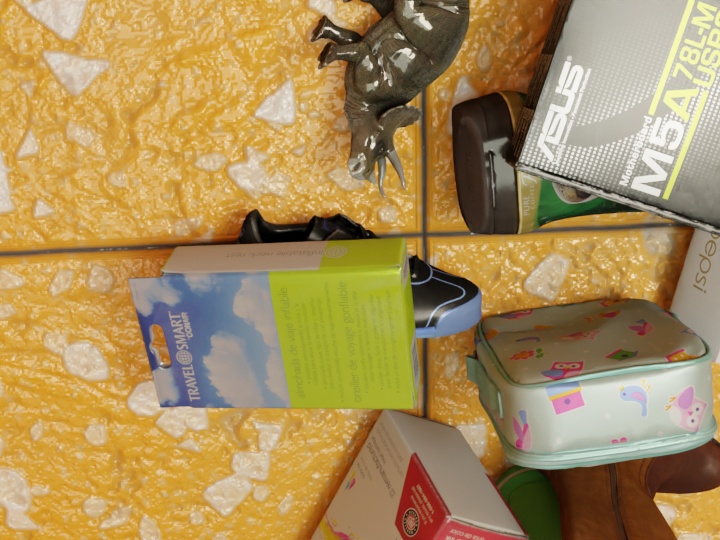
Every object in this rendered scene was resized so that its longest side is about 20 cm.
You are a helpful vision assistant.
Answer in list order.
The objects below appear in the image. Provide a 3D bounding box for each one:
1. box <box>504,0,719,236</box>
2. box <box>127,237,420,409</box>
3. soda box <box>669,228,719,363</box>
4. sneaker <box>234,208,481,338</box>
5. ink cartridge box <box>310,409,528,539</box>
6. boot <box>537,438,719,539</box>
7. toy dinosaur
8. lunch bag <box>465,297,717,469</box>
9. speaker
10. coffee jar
[{"bbox_3d":[0.218,-0.136,0.702,0.191,0.048,0.202,17,102,-9],"label":"box"},{"bbox_3d":[-0.060,0.042,0.777,0.197,0.048,0.123,-1,120,11],"label":"box"},{"bbox_3d":[0.304,-0.032,0.810,0.067,0.064,0.202,1,111,-28],"label":"soda box"},{"bbox_3d":[0.000,0.000,0.810,0.197,0.070,0.079,5,117,-4],"label":"sneaker"},{"bbox_3d":[0.029,0.239,0.851,0.082,0.146,0.201,19,109,-28],"label":"ink cartridge box"},{"bbox_3d":[0.230,0.179,0.820,0.186,0.200,0.069,19,108,-10],"label":"boot"},{"bbox_3d":[0.030,-0.165,0.761,0.102,0.077,0.201,29,101,-26],"label":"toy dinosaur"},{"bbox_3d":[0.163,0.080,0.784,0.158,0.200,0.078,-11,100,0],"label":"lunch bag"},{"bbox_3d":[0.154,0.235,0.835,0.087,0.200,0.090,-1,111,-3],"label":"speaker"},{"bbox_3d":[0.167,-0.088,0.779,0.197,0.085,0.106,-7,109,-2],"label":"coffee jar"}]
